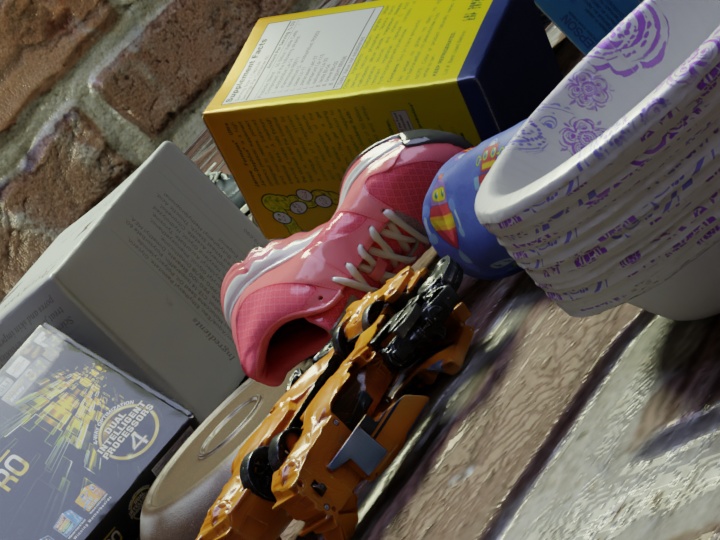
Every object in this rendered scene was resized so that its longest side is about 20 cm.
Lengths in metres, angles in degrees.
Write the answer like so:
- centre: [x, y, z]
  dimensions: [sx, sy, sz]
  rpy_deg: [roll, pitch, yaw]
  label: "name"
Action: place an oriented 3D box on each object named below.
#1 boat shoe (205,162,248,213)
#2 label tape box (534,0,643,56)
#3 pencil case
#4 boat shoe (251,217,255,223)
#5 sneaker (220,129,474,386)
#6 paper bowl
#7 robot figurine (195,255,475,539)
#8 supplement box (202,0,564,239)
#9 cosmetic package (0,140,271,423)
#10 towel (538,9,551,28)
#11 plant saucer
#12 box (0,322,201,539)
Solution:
- centre: [-0.162, -0.075, 2.395]
  dimensions: [0.200, 0.062, 0.075]
  rpy_deg: [-44, 8, -4]
  label: "boat shoe"
- centre: [0.155, -0.256, 1.632]
  dimensions: [0.063, 0.144, 0.200]
  rpy_deg: [-42, 9, 23]
  label: "label tape box"
- centre: [0.107, -0.045, 1.153]
  dimensions: [0.200, 0.086, 0.079]
  rpy_deg: [158, 114, -67]
  label: "pencil case"
- centre: [-0.064, -0.067, 1.994]
  dimensions: [0.063, 0.074, 0.201]
  rpy_deg: [-1, -1, -10]
  label: "boat shoe"
- centre: [0.000, 0.000, 1.277]
  dimensions: [0.200, 0.074, 0.087]
  rpy_deg: [-40, 35, 25]
  label: "sneaker"
- centre: [0.153, -0.058, 0.934]
  dimensions: [0.201, 0.104, 0.201]
  rpy_deg: [-43, 11, 10]
  label: "paper bowl"
- centre: [-0.007, 0.076, 1.158]
  dimensions: [0.145, 0.058, 0.200]
  rpy_deg: [-33, 15, 47]
  label: "robot figurine"
- centre: [0.019, -0.101, 1.383]
  dimensions: [0.199, 0.110, 0.109]
  rpy_deg: [-4, 39, 29]
  label: "supplement box"
- centre: [-0.178, 0.043, 1.670]
  dimensions: [0.165, 0.165, 0.200]
  rpy_deg: [-37, 12, 39]
  label: "cosmetic package"
- centre: [0.086, -0.159, 1.699]
  dimensions: [0.200, 0.024, 0.145]
  rpy_deg: [-47, -11, 30]
  label: "towel"
- centre: [-0.074, 0.109, 1.378]
  dimensions: [0.200, 0.032, 0.200]
  rpy_deg: [-42, 11, 10]
  label: "plant saucer"
- centre: [-0.222, 0.150, 1.477]
  dimensions: [0.161, 0.049, 0.200]
  rpy_deg: [27, 68, 37]
  label: "box"
